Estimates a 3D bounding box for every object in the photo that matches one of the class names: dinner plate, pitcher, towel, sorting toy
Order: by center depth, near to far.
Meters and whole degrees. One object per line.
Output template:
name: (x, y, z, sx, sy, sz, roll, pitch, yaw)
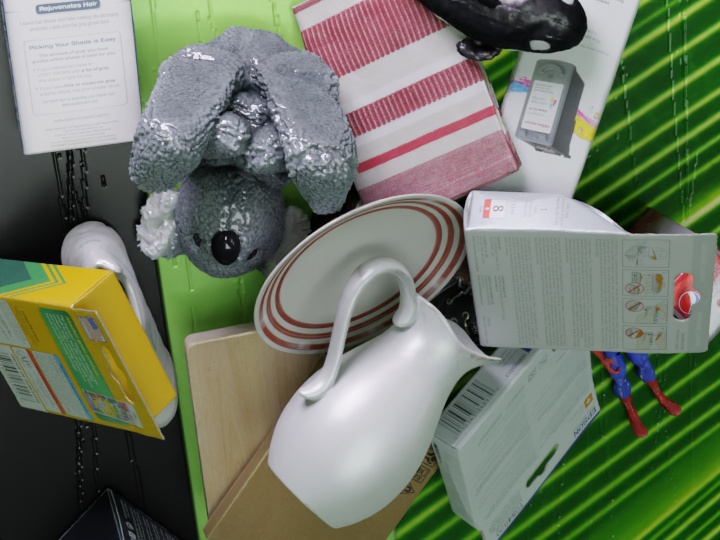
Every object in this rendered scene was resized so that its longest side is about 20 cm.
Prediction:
towel: (0.036, -0.150, 1.127, 0.143, 0.023, 0.203, -21, 89, 25)
dinner plate: (0.000, 0.000, 1.134, 0.198, 0.024, 0.201, -22, 148, -14)
pitcher: (0.001, 0.100, 1.139, 0.200, 0.121, 0.172, -48, 125, -4)
sorting toy: (-0.059, 0.124, 1.261, 0.196, 0.070, 0.203, -11, 115, -14)

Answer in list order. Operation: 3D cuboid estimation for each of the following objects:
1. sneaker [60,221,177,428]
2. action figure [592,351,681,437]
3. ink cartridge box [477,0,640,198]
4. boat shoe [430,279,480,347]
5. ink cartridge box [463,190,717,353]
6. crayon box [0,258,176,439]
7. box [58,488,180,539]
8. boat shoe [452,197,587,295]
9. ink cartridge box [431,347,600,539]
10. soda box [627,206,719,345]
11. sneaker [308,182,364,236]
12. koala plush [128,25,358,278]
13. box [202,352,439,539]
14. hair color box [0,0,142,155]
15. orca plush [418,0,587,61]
sneaker: (-0.207, 0.061, 1.181, 0.070, 0.080, 0.202, -23, 118, -10)
action figure: (0.265, 0.085, 1.339, 0.065, 0.099, 0.201, -33, 115, -2)
ink cartridge box: (0.169, -0.158, 1.167, 0.084, 0.148, 0.203, 17, 107, 5)
boat shoe: (0.111, 0.039, 1.282, 0.199, 0.066, 0.070, -35, 118, -2)
ink cartridge box: (0.190, 0.002, 1.133, 0.197, 0.051, 0.163, 0, 141, 11)
crayon box: (-0.231, 0.060, 1.110, 0.052, 0.198, 0.127, -44, 124, -35)
box: (-0.221, 0.351, 1.273, 0.200, 0.124, 0.196, -46, 120, 4)
boat shoe: (0.108, -0.015, 1.224, 0.197, 0.072, 0.074, -6, 104, 3)
ink cartridge box: (0.151, 0.141, 1.297, 0.200, 0.040, 0.201, -47, 145, -22)
soda box: (0.287, 0.000, 1.246, 0.063, 0.200, 0.070, 41, 96, -10)
sneaker: (0.027, -0.071, 1.206, 0.084, 0.073, 0.201, 27, 105, -32)
koala plush: (-0.100, -0.075, 1.132, 0.174, 0.185, 0.202, 6, 130, -7)
box: (-0.025, 0.192, 1.247, 0.162, 0.021, 0.201, 30, 100, -27)
hair color box: (-0.230, -0.200, 1.074, 0.098, 0.061, 0.203, -9, 114, -15)
orca plush: (0.084, -0.233, 1.050, 0.200, 0.071, 0.105, 44, 97, 6)
